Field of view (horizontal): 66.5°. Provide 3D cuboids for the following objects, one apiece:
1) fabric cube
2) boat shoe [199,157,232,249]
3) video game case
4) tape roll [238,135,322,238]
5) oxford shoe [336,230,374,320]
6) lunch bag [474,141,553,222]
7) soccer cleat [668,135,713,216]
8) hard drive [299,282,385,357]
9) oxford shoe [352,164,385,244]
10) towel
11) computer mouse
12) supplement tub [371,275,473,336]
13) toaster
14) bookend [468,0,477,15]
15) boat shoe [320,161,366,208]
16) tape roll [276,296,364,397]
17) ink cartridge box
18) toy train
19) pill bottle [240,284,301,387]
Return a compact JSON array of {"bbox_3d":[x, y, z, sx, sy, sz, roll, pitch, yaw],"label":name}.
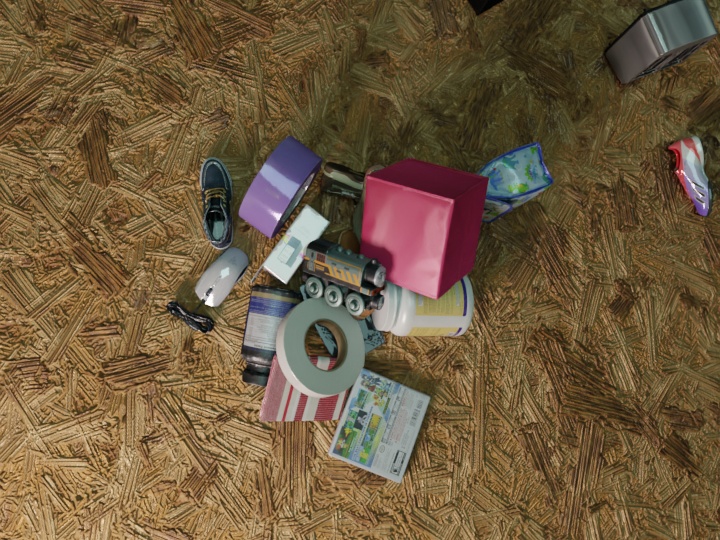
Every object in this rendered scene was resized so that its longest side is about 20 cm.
[{"bbox_3d":[0.128,-0.096,1.125,0.193,0.199,0.204,19,119,28],"label":"fabric cube"},{"bbox_3d":[-0.309,-0.152,1.185,0.069,0.091,0.206,-8,86,-9],"label":"boat shoe"},{"bbox_3d":[0.044,0.347,1.237,0.178,0.022,0.204,23,83,-7],"label":"video game case"},{"bbox_3d":[-0.166,-0.174,1.155,0.084,0.200,0.202,33,81,-5],"label":"tape roll"},{"bbox_3d":[0.000,0.000,1.195,0.070,0.071,0.205,-1,69,-38],"label":"oxford shoe"},{"bbox_3d":[0.305,-0.187,1.246,0.195,0.170,0.131,-19,85,-10],"label":"lunch bag"},{"bbox_3d":[0.839,-0.234,1.395,0.071,0.068,0.206,-12,91,14],"label":"soccer cleat"},{"bbox_3d":[-0.042,0.099,1.232,0.133,0.042,0.204,-27,90,-10],"label":"hard drive"},{"bbox_3d":[0.020,-0.124,1.206,0.069,0.074,0.205,5,120,-5],"label":"oxford shoe"},{"bbox_3d":[-0.110,0.248,1.163,0.196,0.023,0.148,10,101,-35],"label":"towel"},{"bbox_3d":[-0.321,0.034,1.192,0.109,0.044,0.202,36,81,-4],"label":"computer mouse"},{"bbox_3d":[0.132,0.069,1.199,0.194,0.145,0.150,3,85,-17],"label":"supplement tub"},{"bbox_3d":[0.731,-0.564,1.331,0.177,0.200,0.121,-22,84,-10],"label":"toaster"},{"bbox_3d":[0.325,-0.772,1.335,0.197,0.092,0.202,-31,90,-11],"label":"bookend"},{"bbox_3d":[0.002,-0.181,1.258,0.198,0.075,0.076,19,115,-13],"label":"boat shoe"},{"bbox_3d":[-0.079,0.158,1.135,0.199,0.037,0.208,14,64,-31],"label":"tape roll"},{"bbox_3d":[-0.153,-0.035,1.187,0.067,0.117,0.202,36,81,-6],"label":"ink cartridge box"},{"bbox_3d":[-0.035,0.011,1.113,0.196,0.085,0.117,19,113,29],"label":"toy train"},{"bbox_3d":[-0.194,0.138,1.170,0.109,0.112,0.206,10,85,-8],"label":"pill bottle"}]
